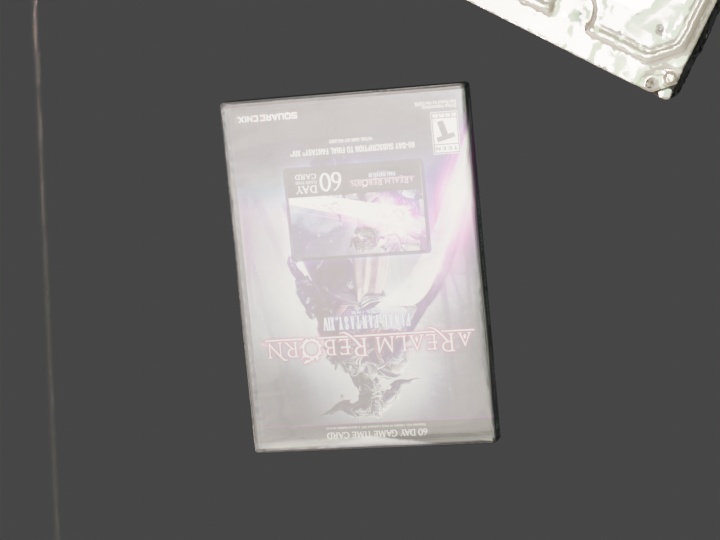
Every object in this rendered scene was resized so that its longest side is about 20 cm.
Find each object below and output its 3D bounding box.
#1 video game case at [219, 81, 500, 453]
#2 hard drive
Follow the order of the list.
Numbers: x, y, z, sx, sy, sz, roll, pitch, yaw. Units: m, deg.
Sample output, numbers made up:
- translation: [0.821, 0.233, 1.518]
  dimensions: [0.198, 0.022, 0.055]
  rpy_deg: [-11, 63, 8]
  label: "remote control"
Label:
- translation: [0.000, 0.000, 1.449]
  dimensions: [0.142, 0.019, 0.201]
  rpy_deg: [-4, 96, 16]
  label: "video game case"
- translation: [0.148, -0.209, 1.367]
  dimensions: [0.139, 0.038, 0.201]
  rpy_deg: [29, 105, 10]
  label: "hard drive"
